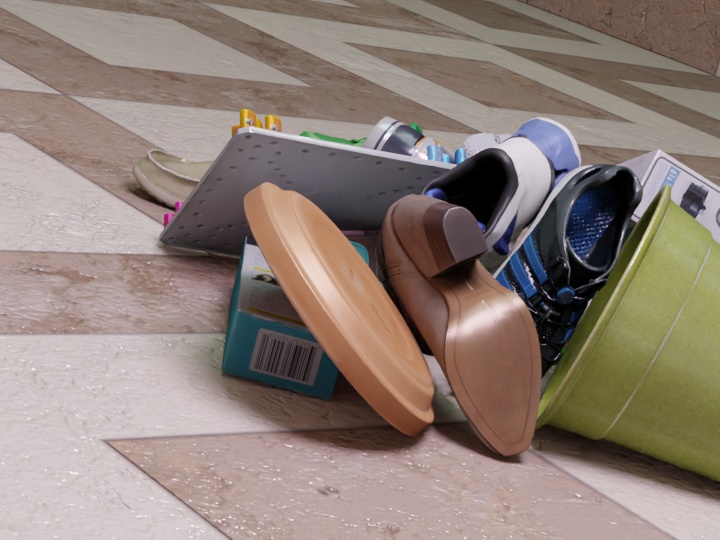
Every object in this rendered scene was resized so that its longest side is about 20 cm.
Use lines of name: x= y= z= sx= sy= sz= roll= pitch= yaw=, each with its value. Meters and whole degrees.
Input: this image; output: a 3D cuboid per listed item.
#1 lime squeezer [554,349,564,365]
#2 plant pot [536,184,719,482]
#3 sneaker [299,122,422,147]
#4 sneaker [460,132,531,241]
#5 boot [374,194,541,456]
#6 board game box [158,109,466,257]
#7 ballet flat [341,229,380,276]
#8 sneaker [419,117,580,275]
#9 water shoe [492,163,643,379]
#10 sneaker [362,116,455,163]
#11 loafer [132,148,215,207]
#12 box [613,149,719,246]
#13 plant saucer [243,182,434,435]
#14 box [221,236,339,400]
lime squeezer: x=0.129 y=0.075 z=1.500 sx=0.200 sy=0.038 sz=0.071 roll=4 pitch=49 yaw=-40
plant pot: x=0.252 y=0.070 z=1.373 sx=0.190 sy=0.200 sz=0.200 roll=28 pitch=16 yaw=3
sneaker: x=0.029 y=-0.118 z=1.987 sx=0.200 sy=0.084 sz=0.074 roll=14 pitch=15 yaw=-5
sneaker: x=0.165 y=-0.050 z=1.790 sx=0.200 sy=0.115 sz=0.075 roll=17 pitch=20 yaw=-26
boot: x=0.064 y=0.040 z=1.382 sx=0.070 sy=0.200 sz=0.146 roll=-9 pitch=-7 yaw=-19
board game box: x=-0.039 y=-0.059 z=1.557 sx=0.200 sy=0.026 sz=0.200 roll=9 pitch=-28 yaw=-22
ballet flat: x=0.000 y=0.000 z=1.584 sx=0.200 sy=0.069 sz=0.071 roll=7 pitch=-9 yaw=-28
sneaker: x=0.078 y=-0.029 z=1.480 sx=0.081 sy=0.199 sz=0.115 roll=44 pitch=34 yaw=24
water shoe: x=0.140 y=0.007 z=1.409 sx=0.071 sy=0.200 sz=0.079 roll=27 pitch=-10 yaw=-10
sneaker: x=0.055 y=-0.074 z=1.798 sx=0.079 sy=0.078 sz=0.200 roll=29 pitch=-8 yaw=17
loafer: x=-0.106 y=-0.079 z=1.736 sx=0.200 sy=0.068 sz=0.076 roll=16 pitch=15 yaw=3
box: x=0.282 y=-0.013 z=1.521 sx=0.200 sy=0.060 sz=0.117 roll=30 pitch=-12 yaw=-11
plant saucer: x=-0.008 y=0.022 z=1.306 sx=0.200 sy=0.032 sz=0.200 roll=53 pitch=9 yaw=-12
box: x=-0.055 y=0.032 z=1.415 sx=0.082 sy=0.049 sz=0.200 roll=15 pitch=15 yaw=-5
